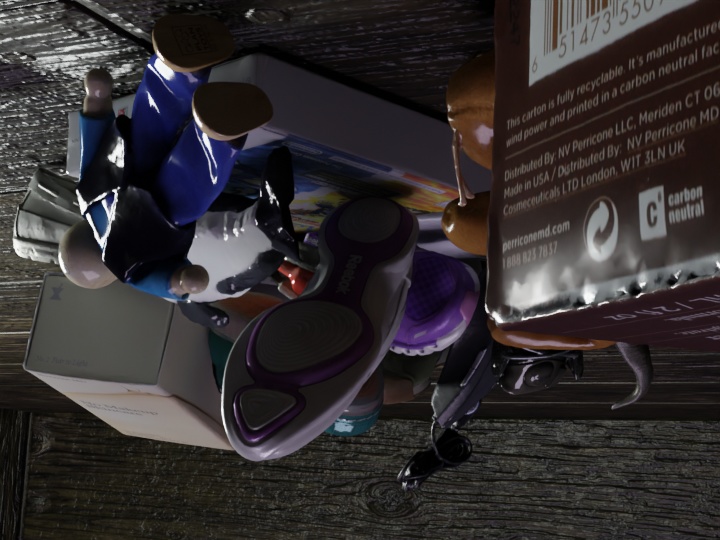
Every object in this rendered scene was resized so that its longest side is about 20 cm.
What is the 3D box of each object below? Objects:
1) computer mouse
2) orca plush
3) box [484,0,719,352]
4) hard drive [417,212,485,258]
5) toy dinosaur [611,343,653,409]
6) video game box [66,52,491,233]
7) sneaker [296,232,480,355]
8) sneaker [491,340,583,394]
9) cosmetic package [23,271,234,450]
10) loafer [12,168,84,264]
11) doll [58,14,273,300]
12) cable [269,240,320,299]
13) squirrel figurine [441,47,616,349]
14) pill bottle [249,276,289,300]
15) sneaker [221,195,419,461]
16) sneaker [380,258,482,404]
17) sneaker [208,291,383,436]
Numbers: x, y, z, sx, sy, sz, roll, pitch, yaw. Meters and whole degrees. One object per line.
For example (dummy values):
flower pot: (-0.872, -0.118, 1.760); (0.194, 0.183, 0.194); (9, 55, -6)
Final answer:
computer mouse: (0.101, 0.089, 1.070); (0.046, 0.203, 0.140); (24, -170, 18)
orca plush: (-0.081, -0.035, 0.761); (0.071, 0.106, 0.200); (-43, -175, -33)
box: (0.168, -0.060, 0.449); (0.197, 0.167, 0.165); (7, 169, -23)
hard drive: (0.134, -0.035, 0.965); (0.197, 0.026, 0.132); (-2, 168, 22)
toy dinosaur: (0.196, -0.002, 0.849); (0.101, 0.077, 0.201); (6, 126, -45)
video game box: (-0.048, -0.069, 0.787); (0.198, 0.048, 0.181); (13, 168, -44)
sneaker: (0.000, 0.000, 0.976); (0.199, 0.081, 0.088); (20, 166, 44)
sneaker: (0.138, 0.024, 0.908); (0.075, 0.116, 0.200); (2, 167, -8)
cosmetic package: (-0.156, 0.071, 0.951); (0.102, 0.074, 0.200); (6, 162, 14)
loafer: (-0.154, -0.032, 0.882); (0.197, 0.071, 0.070); (8, -178, 24)
doll: (-0.116, -0.051, 0.689); (0.048, 0.138, 0.200); (-20, 163, -38)
cable: (-0.073, -0.006, 0.929); (0.198, 0.051, 0.097); (24, 166, 16)
squirrel figurine: (0.132, -0.052, 0.619); (0.197, 0.143, 0.187); (10, 158, 23)
pill bottle: (-0.099, 0.024, 1.098); (0.197, 0.116, 0.113); (9, 168, -30)
sneaker: (-0.014, 0.047, 0.731); (0.074, 0.201, 0.101); (16, 131, 17)
sneaker: (0.048, 0.037, 1.052); (0.066, 0.091, 0.200); (17, -162, 24)
sneaker: (-0.045, 0.078, 0.862); (0.070, 0.081, 0.199); (-6, -161, -28)
